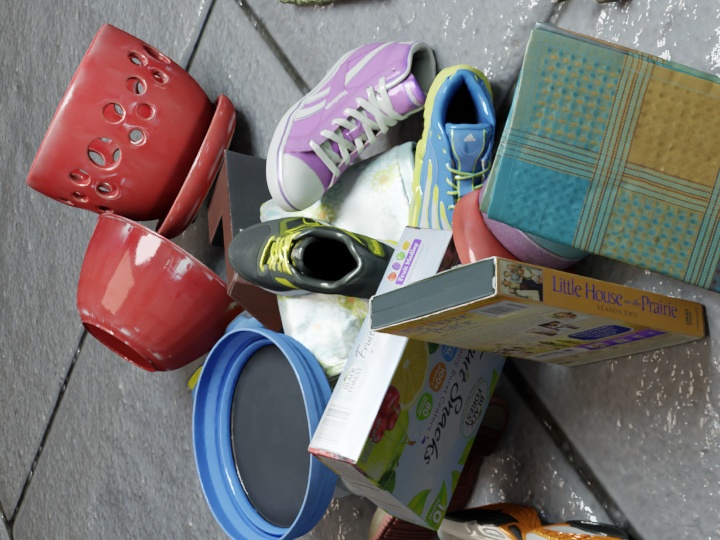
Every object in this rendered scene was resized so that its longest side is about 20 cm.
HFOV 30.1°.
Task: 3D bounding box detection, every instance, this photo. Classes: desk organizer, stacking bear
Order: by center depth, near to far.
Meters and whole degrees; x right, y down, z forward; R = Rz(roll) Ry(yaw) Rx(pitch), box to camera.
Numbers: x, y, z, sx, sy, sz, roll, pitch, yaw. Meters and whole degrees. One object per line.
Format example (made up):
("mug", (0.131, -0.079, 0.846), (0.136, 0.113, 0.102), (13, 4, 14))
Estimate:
("stacking bear", (0.171, -0.075, 1.002), (0.200, 0.121, 0.114), (-46, 49, 33))
("desk organizer", (-0.111, -0.030, 1.370), (0.200, 0.072, 0.077), (-101, 29, -49))

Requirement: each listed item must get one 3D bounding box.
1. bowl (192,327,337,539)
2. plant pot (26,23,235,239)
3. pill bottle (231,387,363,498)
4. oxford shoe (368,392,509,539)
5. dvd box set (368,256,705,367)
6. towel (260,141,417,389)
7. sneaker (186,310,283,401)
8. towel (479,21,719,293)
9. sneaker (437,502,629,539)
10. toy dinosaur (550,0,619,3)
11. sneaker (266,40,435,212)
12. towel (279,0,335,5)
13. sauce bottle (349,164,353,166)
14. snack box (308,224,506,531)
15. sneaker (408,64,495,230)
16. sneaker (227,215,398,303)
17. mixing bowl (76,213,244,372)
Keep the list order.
("bowl", (-0.086, 0.151, 1.216), (0.201, 0.039, 0.201), (1, 91, 53))
("plant pot", (-0.246, -0.147, 1.481), (0.200, 0.182, 0.200), (-60, 14, 26))
("pill bottle", (-0.046, 0.156, 1.289), (0.200, 0.112, 0.112), (8, 96, 54))
("oxford shoe", (0.060, 0.170, 1.187), (0.200, 0.070, 0.075), (-58, 42, 22))
("dvd box set", (0.128, 0.034, 0.974), (0.146, 0.200, 0.029), (-21, 63, 53))
("towel", (0.000, 0.000, 1.221), (0.171, 0.048, 0.200), (-20, 71, 20))
("sneaker", (-0.118, 0.102, 1.441), (0.078, 0.066, 0.200), (58, 135, 20))
("towel", (0.195, -0.075, 0.930), (0.200, 0.022, 0.147), (18, 110, 7))
("sneaker", (0.131, 0.244, 1.078), (0.200, 0.076, 0.092), (3, 96, 55))
("toy dinosaur", (0.160, -0.263, 1.029), (0.200, 0.077, 0.102), (46, 150, 44))
("sneaker", (-0.002, -0.138, 1.201), (0.114, 0.073, 0.200), (-1, 50, 46))
("towel", (-0.023, -0.339, 1.332), (0.200, 0.036, 0.148), (6, 95, 54))
("sauce bottle", (-0.024, -0.001, 1.302), (0.065, 0.065, 0.200), (-9, 80, 54))
("snack box", (0.049, 0.086, 1.062), (0.053, 0.142, 0.200), (10, 66, 36))
("sneaker", (0.077, -0.078, 1.122), (0.105, 0.076, 0.200), (40, -130, -85))
("sneaker", (-0.046, -0.016, 1.171), (0.200, 0.085, 0.075), (6, 82, 36))
("mixing bowl", (-0.233, 0.040, 1.459), (0.200, 0.200, 0.108), (9, 61, 54))
